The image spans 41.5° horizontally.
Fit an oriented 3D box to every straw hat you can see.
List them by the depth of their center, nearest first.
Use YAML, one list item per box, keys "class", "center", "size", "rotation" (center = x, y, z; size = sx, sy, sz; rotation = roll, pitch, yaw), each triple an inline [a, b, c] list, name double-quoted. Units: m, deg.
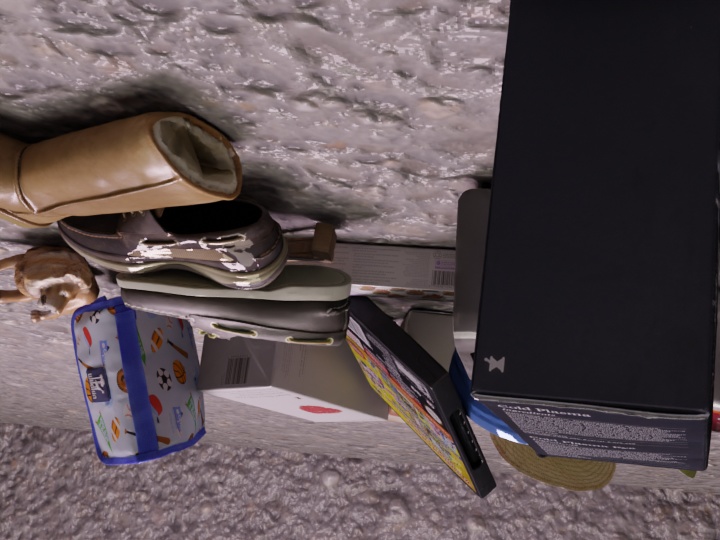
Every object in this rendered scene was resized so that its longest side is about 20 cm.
- class: "straw hat"
  center: [0.298, 0.227, 1.415]
  size: [0.197, 0.202, 0.086]
  rotation: [9, 123, -7]

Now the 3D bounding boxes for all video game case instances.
- class: "video game case"
  center: [0.043, 0.106, 0.919]
  size: [0.200, 0.025, 0.182]
  rotation: [41, 162, 46]

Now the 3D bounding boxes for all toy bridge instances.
- class: "toy bridge"
  center: [-0.118, -0.029, 0.842]
  size: [0.196, 0.028, 0.067]
  rotation: [6, 164, 7]

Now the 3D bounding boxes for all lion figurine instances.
- class: "lion figurine"
  center: [-0.325, 0.015, 1.025]
  size: [0.120, 0.074, 0.200]
  rotation: [-8, 177, 2]

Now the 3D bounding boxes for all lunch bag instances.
- class: "lunch bag"
  center: [-0.235, 0.112, 1.019]
  size: [0.121, 0.173, 0.200]
  rotation: [-11, 178, -8]

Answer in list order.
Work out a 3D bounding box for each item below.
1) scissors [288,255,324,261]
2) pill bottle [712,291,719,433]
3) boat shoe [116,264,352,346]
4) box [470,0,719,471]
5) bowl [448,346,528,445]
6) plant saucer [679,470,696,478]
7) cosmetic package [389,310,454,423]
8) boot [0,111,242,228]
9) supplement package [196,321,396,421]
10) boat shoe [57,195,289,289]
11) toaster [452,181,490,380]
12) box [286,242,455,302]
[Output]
- class: "scissors"
  center: [-0.133, -0.016, 0.815]
  size: [0.196, 0.014, 0.073]
  rotation: [2, 163, 23]
- class: "pill bottle"
  center: [0.356, 0.099, 0.933]
  size: [0.107, 0.112, 0.200]
  rotation: [0, 162, 20]
- class: "boat shoe"
  center: [-0.107, 0.030, 0.800]
  size: [0.197, 0.062, 0.072]
  rotation: [3, -160, 1]
- class: "box"
  center: [0.134, -0.010, 0.498]
  size: [0.102, 0.204, 0.182]
  rotation: [2, 164, 21]
- class: "bowl"
  center: [0.178, 0.083, 0.869]
  size: [0.196, 0.040, 0.202]
  rotation: [-5, -152, 3]
- class: "plant saucer"
  center: [0.284, 0.121, 0.974]
  size: [0.031, 0.201, 0.199]
  rotation: [-42, 144, 14]
- class: "cosmetic package"
  center: [0.081, 0.122, 1.135]
  size: [0.085, 0.105, 0.200]
  rotation: [7, 162, -4]
- class: "boot"
  center: [-0.209, -0.081, 0.656]
  size: [0.197, 0.068, 0.174]
  rotation: [-5, 168, 31]
- class: "supplement package"
  center: [-0.066, 0.095, 1.068]
  size: [0.120, 0.122, 0.199]
  rotation: [-8, 158, 39]
- class: "boat shoe"
  center: [-0.153, -0.043, 0.763]
  size: [0.196, 0.075, 0.074]
  rotation: [7, 138, 10]
- class: "toaster"
  center: [0.164, 0.021, 0.737]
  size: [0.177, 0.121, 0.200]
  rotation: [4, 164, 12]
- class: "box"
  center: [0.000, 0.000, 0.871]
  size: [0.196, 0.042, 0.039]
  rotation: [3, 163, 10]
